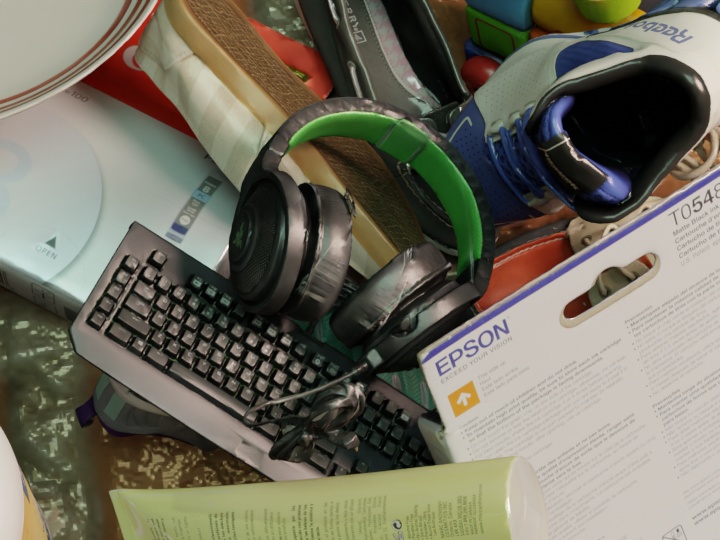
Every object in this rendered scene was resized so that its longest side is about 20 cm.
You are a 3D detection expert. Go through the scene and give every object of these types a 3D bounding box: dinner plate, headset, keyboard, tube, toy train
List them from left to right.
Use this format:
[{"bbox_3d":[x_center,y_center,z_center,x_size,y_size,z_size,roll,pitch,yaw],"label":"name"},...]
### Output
[{"bbox_3d":[-0.190,-0.139,0.989,0.200,0.024,0.200,-11,49,12],"label":"dinner plate"},{"bbox_3d":[-0.028,0.039,0.886,0.200,0.021,0.127,34,55,-11],"label":"keyboard"},{"bbox_3d":[-0.017,0.120,0.840,0.200,0.052,0.058,-12,60,22],"label":"tube"},{"bbox_3d":[0.000,0.000,0.850,0.123,0.094,0.200,30,54,-12],"label":"headset"},{"bbox_3d":[0.134,-0.114,0.950,0.200,0.116,0.085,32,67,33],"label":"toy train"}]

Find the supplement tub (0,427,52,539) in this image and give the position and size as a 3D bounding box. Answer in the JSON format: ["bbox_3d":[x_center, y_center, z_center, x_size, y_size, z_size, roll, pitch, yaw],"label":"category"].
[{"bbox_3d":[-0.215,0.121,0.826,0.144,0.200,0.145,1,69,-3],"label":"supplement tub"}]

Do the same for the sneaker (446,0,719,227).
[{"bbox_3d":[0.099,-0.067,0.877,0.115,0.199,0.081,-39,100,-43],"label":"sneaker"}]

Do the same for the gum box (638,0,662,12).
[{"bbox_3d":[0.202,-0.238,1.066,0.170,0.045,0.200,41,72,11],"label":"gum box"}]

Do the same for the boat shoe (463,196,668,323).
[{"bbox_3d":[0.145,-0.004,0.966,0.200,0.063,0.071,-11,72,-6],"label":"boat shoe"}]

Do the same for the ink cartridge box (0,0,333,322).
[{"bbox_3d":[-0.121,-0.070,0.985,0.160,0.047,0.200,27,72,7],"label":"ink cartridge box"}]

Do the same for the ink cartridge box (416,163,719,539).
[{"bbox_3d":[0.128,0.059,0.885,0.199,0.200,0.041,-31,32,-14],"label":"ink cartridge box"}]

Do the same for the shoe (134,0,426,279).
[{"bbox_3d":[-0.040,-0.061,0.956,0.053,0.070,0.200,-43,83,24],"label":"shoe"}]

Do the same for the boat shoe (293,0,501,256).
[{"bbox_3d":[0.020,-0.101,0.993,0.067,0.057,0.200,-20,73,-24],"label":"boat shoe"}]

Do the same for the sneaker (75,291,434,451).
[{"bbox_3d":[-0.039,0.056,0.938,0.200,0.088,0.075,7,63,-26],"label":"sneaker"}]
